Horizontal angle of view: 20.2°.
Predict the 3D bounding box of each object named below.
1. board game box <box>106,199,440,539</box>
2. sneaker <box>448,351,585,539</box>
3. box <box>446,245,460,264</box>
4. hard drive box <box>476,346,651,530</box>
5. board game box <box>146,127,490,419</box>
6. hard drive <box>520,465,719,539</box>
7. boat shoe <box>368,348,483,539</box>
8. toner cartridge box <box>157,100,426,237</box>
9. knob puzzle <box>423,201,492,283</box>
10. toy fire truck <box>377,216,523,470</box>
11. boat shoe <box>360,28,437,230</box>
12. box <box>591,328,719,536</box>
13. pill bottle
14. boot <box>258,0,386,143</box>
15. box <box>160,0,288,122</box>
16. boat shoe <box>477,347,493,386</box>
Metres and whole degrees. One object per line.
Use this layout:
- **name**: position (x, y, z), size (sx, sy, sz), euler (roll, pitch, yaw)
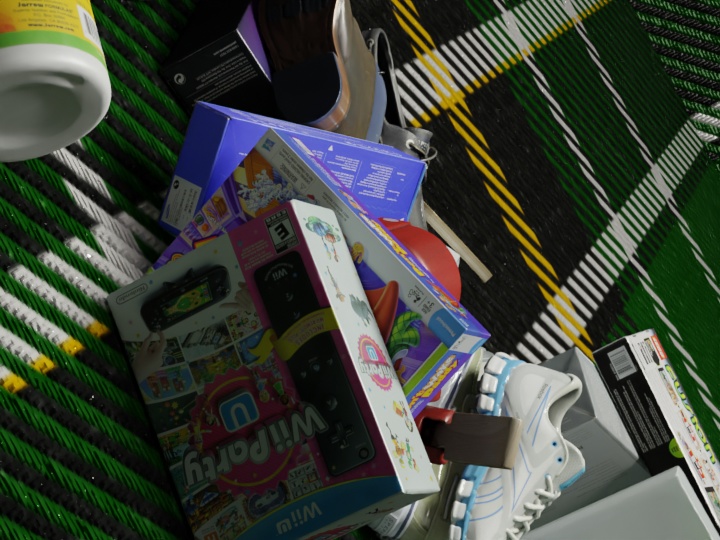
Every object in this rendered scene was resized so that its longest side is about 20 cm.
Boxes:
- **board game box**: position (-0.057, 0.077, 1.288), size (0.064, 0.147, 0.200), euler (12, 53, -66)
- **sneaker**: position (0.121, 0.159, 1.507), size (0.075, 0.087, 0.200), euler (55, 45, -65)
- **box**: position (0.000, 0.000, 1.605), size (0.156, 0.041, 0.200), euler (36, 25, -10)
- **hard drive box**: position (0.169, 0.169, 1.720), size (0.200, 0.156, 0.077), euler (43, 27, -45)
- **board game box**: position (-0.030, 0.022, 1.343), size (0.200, 0.135, 0.045), euler (46, 13, 22)
- **hard drive**: position (0.194, 0.252, 1.610), size (0.132, 0.200, 0.026), euler (60, 19, -10)
- **boat shoe**: position (0.061, 0.128, 1.558), size (0.062, 0.072, 0.200), euler (29, 56, -9)
- **toner cartridge box**: position (-0.047, -0.056, 1.472), size (0.200, 0.095, 0.043), euler (11, 13, -44)
- **knob puzzle**: position (0.039, -0.056, 1.765), size (0.220, 0.030, 0.220), euler (46, 2, -2)
- **toy fire truck**: position (0.034, 0.062, 1.394), size (0.129, 0.200, 0.176), euler (-17, 116, -67)
- **boat shoe**: position (0.026, -0.102, 1.617), size (0.070, 0.066, 0.200), euler (22, 48, -62)
- **box**: position (0.265, 0.148, 1.702), size (0.200, 0.035, 0.110), euler (65, 19, 7)
- **pill bottle**: position (-0.226, -0.177, 1.238), size (0.111, 0.111, 0.200), euler (29, 39, -57)
- **boot**: position (-0.028, -0.171, 1.578), size (0.097, 0.075, 0.200), euler (52, 31, -52)
- **box**: position (-0.074, -0.158, 1.642), size (0.141, 0.079, 0.200), euler (58, 21, -21)
- **boat shoe**: position (0.063, 0.068, 1.704), size (0.201, 0.070, 0.072), euler (5, 66, -63)
